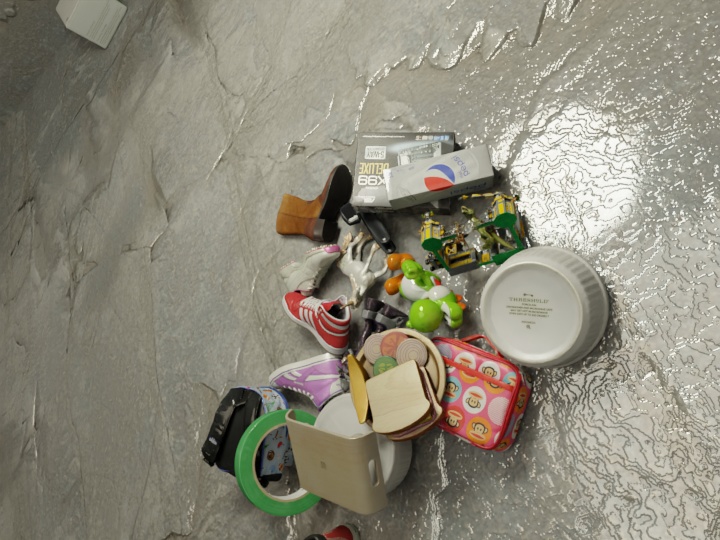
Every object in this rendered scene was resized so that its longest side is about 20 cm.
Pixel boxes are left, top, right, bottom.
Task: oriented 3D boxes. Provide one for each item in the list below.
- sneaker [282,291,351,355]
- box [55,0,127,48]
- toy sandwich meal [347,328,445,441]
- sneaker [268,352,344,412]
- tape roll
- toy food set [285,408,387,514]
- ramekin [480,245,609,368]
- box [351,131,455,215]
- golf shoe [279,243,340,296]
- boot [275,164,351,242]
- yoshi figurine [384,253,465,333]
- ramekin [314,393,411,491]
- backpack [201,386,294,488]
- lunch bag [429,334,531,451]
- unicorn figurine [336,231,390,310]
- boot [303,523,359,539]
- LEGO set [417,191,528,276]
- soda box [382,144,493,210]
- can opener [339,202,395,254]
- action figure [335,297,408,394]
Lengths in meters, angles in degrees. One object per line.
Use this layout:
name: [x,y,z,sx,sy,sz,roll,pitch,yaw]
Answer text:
sneaker: [-0.092,0.080,1.200,0.200,0.071,0.113,38,134,29]
box: [-1.088,-1.057,2.261,0.200,0.171,0.199,-52,53,16]
toy sandwich meal: [0.056,0.193,0.971,0.203,0.070,0.207,-11,65,24]
sneaker: [-0.119,0.257,1.218,0.199,0.072,0.115,-23,68,33]
tape roll: [-0.150,0.383,1.127,0.048,0.199,0.202,150,122,-61]
toy food set: [-0.046,0.330,0.992,0.199,0.060,0.145,3,108,41]
ramekin: [0.285,0.063,0.896,0.201,0.094,0.204,3,95,34]
box: [0.088,-0.196,1.129,0.198,0.050,0.159,4,80,13]
golf shoe: [-0.105,0.004,1.269,0.199,0.075,0.092,-29,75,46]
boot: [-0.116,-0.165,1.343,0.199,0.068,0.190,15,96,47]
yoshi figurine: [0.104,0.049,1.046,0.112,0.112,0.200,-52,41,4]
ramekin: [0.007,0.339,1.070,0.201,0.094,0.204,-11,72,36]
backpack: [-0.228,0.351,1.228,0.199,0.154,0.192,5,91,36]
lunch bag: [0.193,0.201,0.979,0.199,0.082,0.178,17,85,41]
unicorn figurine: [0.000,0.000,1.183,0.138,0.074,0.200,-57,24,9]
boot: [-0.096,0.583,1.067,0.072,0.144,0.201,29,98,37]
LEGO set: [0.202,-0.083,0.990,0.199,0.154,0.117,-24,44,32]
soda box: [0.146,-0.173,1.051,0.198,0.068,0.064,-12,77,9]
can opener: [0.025,-0.093,1.173,0.078,0.063,0.200,-40,42,2]
action figure: [0.013,0.159,1.124,0.130,0.069,0.201,21,82,57]
